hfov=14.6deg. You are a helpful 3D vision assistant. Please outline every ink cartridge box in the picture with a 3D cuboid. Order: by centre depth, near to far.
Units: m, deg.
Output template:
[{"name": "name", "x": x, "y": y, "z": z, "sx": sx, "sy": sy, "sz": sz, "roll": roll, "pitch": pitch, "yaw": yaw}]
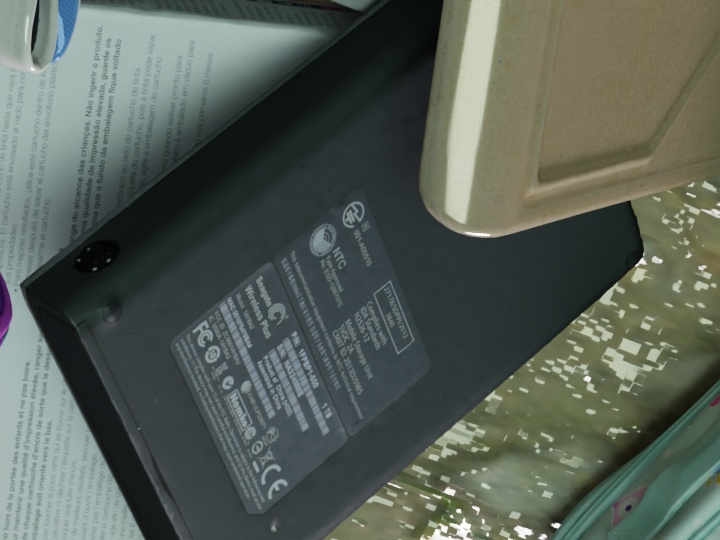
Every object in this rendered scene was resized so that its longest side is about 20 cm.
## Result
[{"name": "ink cartridge box", "x": -0.099, "y": 0.004, "z": 0.915, "sx": 0.199, "sy": 0.043, "sz": 0.197, "roll": 6, "pitch": 109, "yaw": -13}]

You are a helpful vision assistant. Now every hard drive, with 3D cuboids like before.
[{"name": "hard drive", "x": 0.000, "y": 0.000, "z": 0.891, "sx": 0.200, "sy": 0.033, "sz": 0.140, "roll": -39, "pitch": 131, "yaw": -21}]

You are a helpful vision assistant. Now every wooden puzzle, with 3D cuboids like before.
[{"name": "wooden puzzle", "x": 0.092, "y": -0.113, "z": 0.881, "sx": 0.200, "sy": 0.037, "sz": 0.186, "roll": -12, "pitch": 115, "yaw": -49}]

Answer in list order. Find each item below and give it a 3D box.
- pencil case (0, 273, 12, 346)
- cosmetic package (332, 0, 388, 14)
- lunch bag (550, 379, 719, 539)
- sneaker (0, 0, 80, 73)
[{"name": "pencil case", "x": -0.200, "y": 0.052, "z": 0.841, "sx": 0.085, "sy": 0.092, "sz": 0.200, "roll": 40, "pitch": 108, "yaw": -24}, {"name": "cosmetic package", "x": 0.019, "y": -0.176, "z": 0.821, "sx": 0.052, "sy": 0.151, "sz": 0.200, "roll": 40, "pitch": 103, "yaw": 19}, {"name": "lunch bag", "x": 0.171, "y": 0.098, "z": 1.001, "sx": 0.200, "sy": 0.077, "sz": 0.160, "roll": -44, "pitch": 113, "yaw": 4}, {"name": "sneaker", "x": -0.148, "y": -0.085, "z": 0.758, "sx": 0.200, "sy": 0.146, "sz": 0.081, "roll": -45, "pitch": 149, "yaw": 3}]
